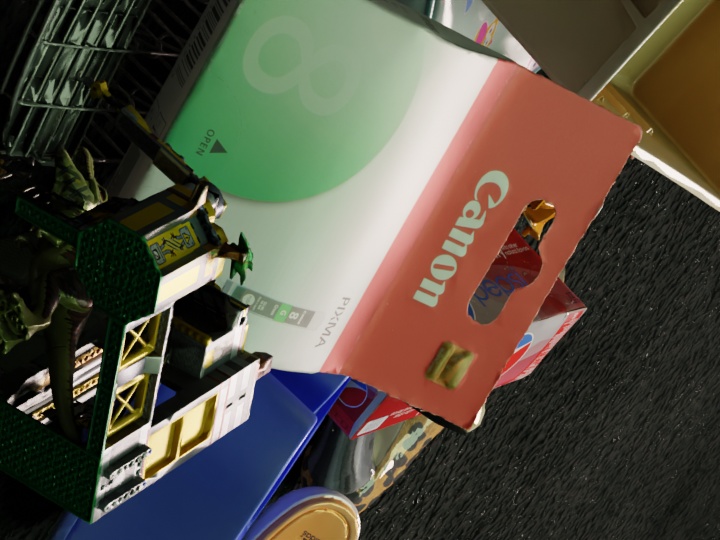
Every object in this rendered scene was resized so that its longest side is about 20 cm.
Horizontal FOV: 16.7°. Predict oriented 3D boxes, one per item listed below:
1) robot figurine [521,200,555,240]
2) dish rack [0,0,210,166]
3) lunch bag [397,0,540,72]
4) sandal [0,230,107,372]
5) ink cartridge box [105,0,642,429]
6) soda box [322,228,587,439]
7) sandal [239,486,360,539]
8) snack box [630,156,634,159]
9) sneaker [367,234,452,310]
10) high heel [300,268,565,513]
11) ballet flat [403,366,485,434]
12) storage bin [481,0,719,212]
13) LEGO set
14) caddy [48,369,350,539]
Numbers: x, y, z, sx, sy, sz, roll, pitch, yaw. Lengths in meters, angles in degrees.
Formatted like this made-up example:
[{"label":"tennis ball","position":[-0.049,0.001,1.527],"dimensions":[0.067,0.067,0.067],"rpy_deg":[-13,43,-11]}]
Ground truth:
[{"label":"robot figurine","position":[0.080,-0.049,1.265],"dimensions":[0.145,0.058,0.200],"rpy_deg":[-46,174,24]},{"label":"dish rack","position":[-0.078,-0.110,1.018],"dimensions":[0.200,0.054,0.154],"rpy_deg":[-3,125,-60]},{"label":"lunch bag","position":[0.052,-0.162,1.170],"dimensions":[0.160,0.077,0.201],"rpy_deg":[-41,155,-33]},{"label":"sandal","position":[-0.177,0.059,1.047],"dimensions":[0.201,0.080,0.057],"rpy_deg":[-43,173,-5]},{"label":"ink cartridge box","position":[0.004,-0.026,1.012],"dimensions":[0.162,0.199,0.050],"rpy_deg":[-60,-161,14]},{"label":"soda box","position":[0.040,0.030,1.325],"dimensions":[0.064,0.070,0.200],"rpy_deg":[-51,161,26]},{"label":"sandal","position":[-0.072,0.203,1.289],"dimensions":[0.079,0.059,0.207],"rpy_deg":[33,101,-29]},{"label":"snack box","position":[0.186,-0.186,1.418],"dimensions":[0.169,0.068,0.200],"rpy_deg":[-46,155,-17]},{"label":"sneaker","position":[-0.049,-0.018,1.093],"dimensions":[0.083,0.199,0.081],"rpy_deg":[-66,141,-71]},{"label":"high heel","position":[0.043,0.073,1.507],"dimensions":[0.199,0.071,0.143],"rpy_deg":[-30,152,-35]},{"label":"ballet flat","position":[0.000,0.000,1.143],"dimensions":[0.057,0.200,0.067],"rpy_deg":[-36,146,-5]},{"label":"storage bin","position":[0.179,-0.147,1.138],"dimensions":[0.199,0.094,0.200],"rpy_deg":[-47,151,12]},{"label":"LEGO set","position":[-0.111,-0.009,0.913],"dimensions":[0.116,0.199,0.155],"rpy_deg":[-31,133,-50]},{"label":"caddy","position":[-0.087,0.081,1.204],"dimensions":[0.200,0.105,0.141],"rpy_deg":[-57,176,36]}]
